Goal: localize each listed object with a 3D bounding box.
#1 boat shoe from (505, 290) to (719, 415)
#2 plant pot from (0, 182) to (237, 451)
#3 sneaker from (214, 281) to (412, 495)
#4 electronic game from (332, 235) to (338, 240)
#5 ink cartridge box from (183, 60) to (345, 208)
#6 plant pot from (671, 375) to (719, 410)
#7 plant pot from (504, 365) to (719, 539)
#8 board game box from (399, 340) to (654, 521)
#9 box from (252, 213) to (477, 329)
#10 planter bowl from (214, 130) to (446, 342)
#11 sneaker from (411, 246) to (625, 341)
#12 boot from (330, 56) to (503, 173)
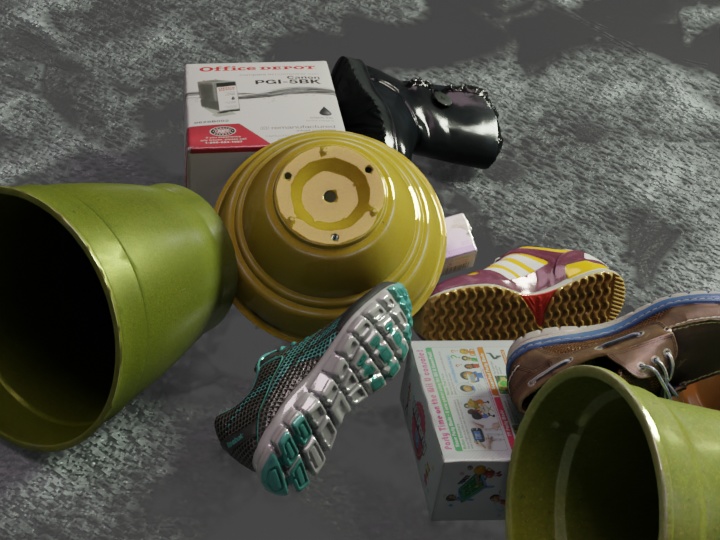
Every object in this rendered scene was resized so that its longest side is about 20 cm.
[{"bbox_3d":[0.206,0.074,1.159,0.199,0.072,0.073,-16,31,16],"label":"boat shoe"},{"bbox_3d":[-0.202,0.014,1.223,0.200,0.201,0.193,26,27,24],"label":"plant pot"},{"bbox_3d":[-0.039,0.076,1.214,0.091,0.078,0.200,20,57,37],"label":"sneaker"},{"bbox_3d":[-0.035,-0.030,1.423,0.199,0.042,0.200,5,36,-4],"label":"electronic game"},{"bbox_3d":[-0.091,-0.121,1.452,0.146,0.083,0.200,-3,29,-7],"label":"ink cartridge box"},{"bbox_3d":[0.357,0.076,1.226,0.199,0.184,0.201,5,35,-4],"label":"plant pot"},{"bbox_3d":[0.228,0.171,1.086,0.183,0.201,0.201,5,34,-24],"label":"plant pot"},{"bbox_3d":[0.142,0.123,1.225,0.199,0.065,0.148,2,35,-11],"label":"board game box"},{"bbox_3d":[0.000,0.000,1.327,0.199,0.041,0.039,-16,69,-8],"label":"box"},{"bbox_3d":[-0.026,-0.045,1.278,0.199,0.084,0.202,1,66,-2],"label":"planter bowl"},{"bbox_3d":[0.126,0.024,1.364,0.199,0.075,0.090,-5,23,-22],"label":"sneaker"},{"bbox_3d":[0.066,-0.131,1.526,0.167,0.077,0.201,10,34,-23],"label":"boot"}]
